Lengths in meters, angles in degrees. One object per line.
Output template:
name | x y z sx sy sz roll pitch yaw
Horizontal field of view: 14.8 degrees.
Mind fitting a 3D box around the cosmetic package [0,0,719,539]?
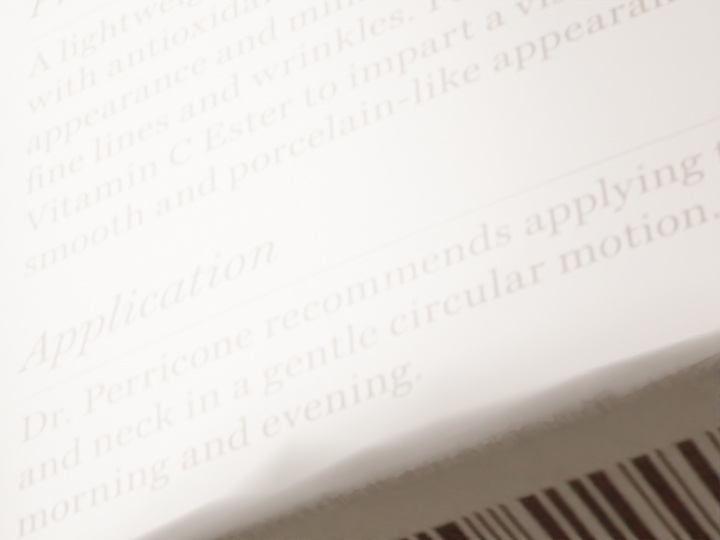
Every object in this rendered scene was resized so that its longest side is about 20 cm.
cosmetic package | 0.043 -0.008 0.475 0.164 0.165 0.200 -21 48 20
